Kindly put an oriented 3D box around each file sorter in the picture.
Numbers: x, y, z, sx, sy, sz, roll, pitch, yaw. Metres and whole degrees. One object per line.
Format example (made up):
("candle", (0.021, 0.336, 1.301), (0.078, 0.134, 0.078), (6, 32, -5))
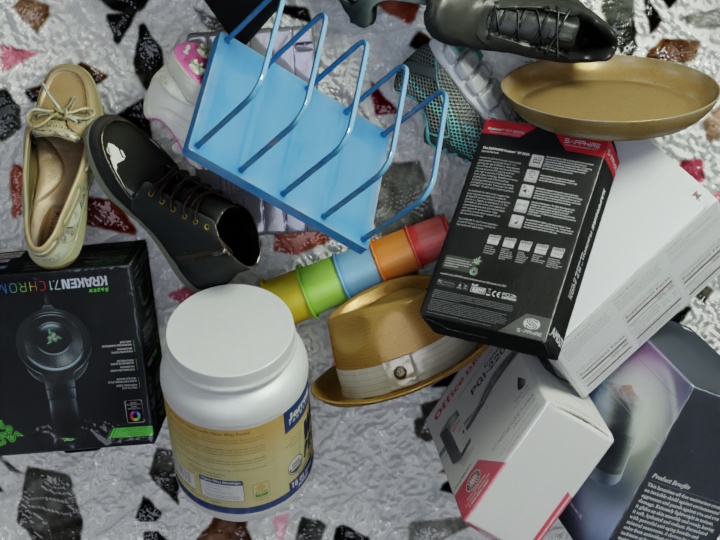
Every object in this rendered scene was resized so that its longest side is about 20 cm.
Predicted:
("file sorter", (-0.034, -0.138, 1.306), (0.199, 0.140, 0.122), (28, 143, -24))

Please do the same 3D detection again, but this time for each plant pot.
("plant pot", (0.226, -0.156, 1.319), (0.197, 0.201, 0.028), (-1, 115, 2))

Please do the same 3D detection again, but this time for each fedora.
("fedora", (0.035, 0.058, 1.392), (0.198, 0.201, 0.083), (-21, 102, 7))

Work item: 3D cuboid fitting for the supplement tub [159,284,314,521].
("supplement tub", (-0.118, 0.128, 1.404), (0.142, 0.145, 0.202), (0, 133, 1))

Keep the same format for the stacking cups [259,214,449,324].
("stacking cups", (0.000, 0.000, 1.449), (0.198, 0.061, 0.061), (-22, 105, 2))

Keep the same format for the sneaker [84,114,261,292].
("sneaker", (-0.170, -0.076, 1.367), (0.201, 0.075, 0.106), (51, 146, -13))

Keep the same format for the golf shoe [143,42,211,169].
("golf shoe", (-0.122, -0.121, 1.379), (0.091, 0.075, 0.200), (-39, 99, 26))

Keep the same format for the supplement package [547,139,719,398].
("supplement package", (0.219, -0.019, 1.346), (0.200, 0.156, 0.111), (-42, 143, 0))

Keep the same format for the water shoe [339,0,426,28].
("water shoe", (0.073, -0.287, 1.353), (0.198, 0.072, 0.080), (-17, 102, 16))

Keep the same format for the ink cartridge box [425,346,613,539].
("ink cartridge box", (0.148, 0.152, 1.403), (0.084, 0.200, 0.147), (29, 105, -17))

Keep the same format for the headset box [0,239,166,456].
("headset box", (-0.292, 0.084, 1.455), (0.171, 0.093, 0.203), (-4, 106, 3))

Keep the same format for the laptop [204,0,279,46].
("laptop", (-0.077, -0.343, 1.343), (0.199, 0.103, 0.178), (-35, 85, -14))

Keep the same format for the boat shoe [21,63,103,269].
("boat shoe", (-0.285, -0.105, 1.382), (0.072, 0.063, 0.203), (0, 77, 1))

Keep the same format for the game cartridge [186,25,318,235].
("game cartridge", (-0.101, -0.135, 1.420), (0.128, 0.038, 0.203), (-2, 106, 6))

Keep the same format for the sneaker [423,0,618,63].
("sneaker", (0.151, -0.228, 1.320), (0.198, 0.091, 0.077), (0, 111, -29))

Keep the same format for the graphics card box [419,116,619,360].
("graphics card box", (0.143, -0.031, 1.288), (0.124, 0.051, 0.202), (11, 70, 26))

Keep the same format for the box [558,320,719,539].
("box", (0.272, 0.163, 1.397), (0.122, 0.200, 0.200), (20, 105, -23))

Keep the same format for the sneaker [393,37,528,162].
("sneaker", (0.106, -0.137, 1.403), (0.091, 0.078, 0.201), (-29, 101, 26))
